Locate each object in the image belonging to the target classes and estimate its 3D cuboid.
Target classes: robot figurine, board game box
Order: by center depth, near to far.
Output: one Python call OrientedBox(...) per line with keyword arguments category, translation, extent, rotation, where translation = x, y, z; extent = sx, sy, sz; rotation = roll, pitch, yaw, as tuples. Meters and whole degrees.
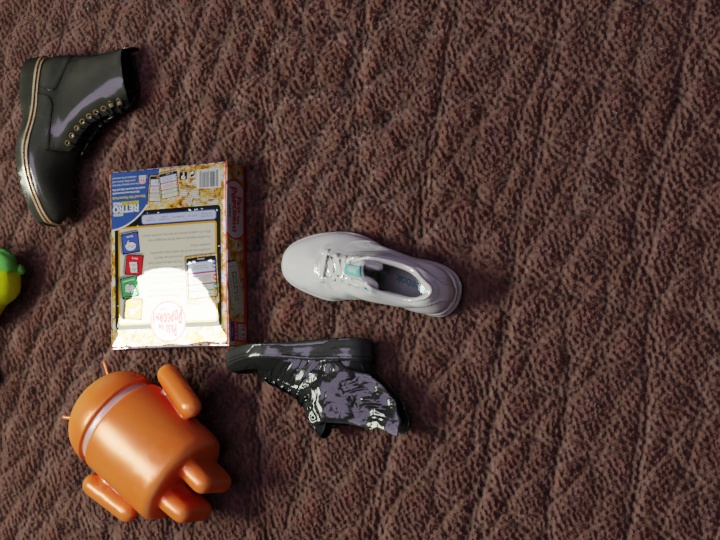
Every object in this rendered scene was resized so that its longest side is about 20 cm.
OrientedBox(category="robot figurine", translation=(-0.231, 0.185, 1.372), extent=(0.200, 0.116, 0.144), rotation=(37, 135, 21))
OrientedBox(category="board game box", translation=(-0.202, -0.014, 1.412), extent=(0.151, 0.046, 0.201), rotation=(-3, 85, 22))

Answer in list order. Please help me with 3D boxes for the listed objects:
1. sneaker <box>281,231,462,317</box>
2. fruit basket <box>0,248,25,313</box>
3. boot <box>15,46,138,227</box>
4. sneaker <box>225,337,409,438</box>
OrientedBox(category="sneaker", translation=(0.000, 0.000, 1.304), extent=(0.199, 0.088, 0.076), rotation=(10, 91, 23))
OrientedBox(category="fruit basket", translation=(-0.495, 0.045, 1.487), extent=(0.215, 0.155, 0.217), rotation=(5, 97, 38))
OrientedBox(category="boot", translation=(-0.316, -0.158, 1.460), extent=(0.138, 0.077, 0.201), rotation=(-7, 84, 17))
OrientedBox(category="sneaker", translation=(-0.049, 0.126, 1.329), extent=(0.199, 0.060, 0.105), rotation=(-6, 79, 19))
